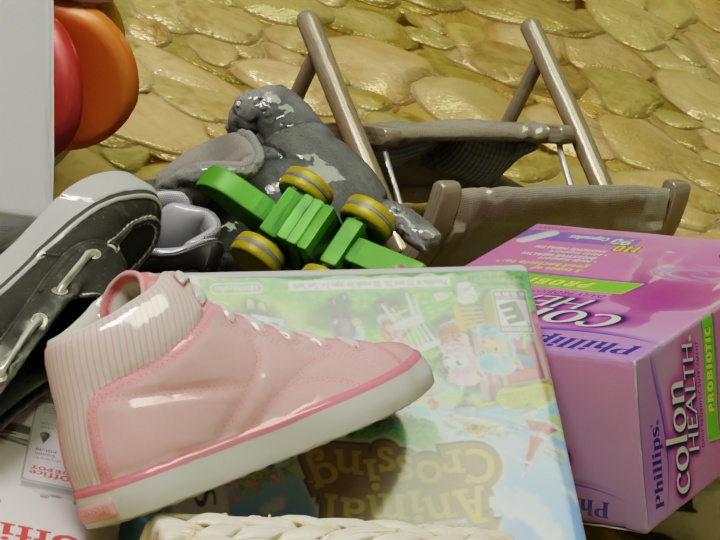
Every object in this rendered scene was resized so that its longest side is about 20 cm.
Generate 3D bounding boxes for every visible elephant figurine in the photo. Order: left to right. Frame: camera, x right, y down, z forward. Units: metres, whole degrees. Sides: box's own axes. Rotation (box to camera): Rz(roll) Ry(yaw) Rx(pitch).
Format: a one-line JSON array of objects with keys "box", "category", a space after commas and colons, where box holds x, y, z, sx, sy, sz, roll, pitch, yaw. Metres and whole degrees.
[{"box": [-0.092, -0.017, 1.411, 0.200, 0.155, 0.142, -20, 74, -42], "category": "elephant figurine"}]

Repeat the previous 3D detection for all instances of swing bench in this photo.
[{"box": [0.063, -0.058, 1.579, 0.199, 0.130, 0.200, -1, 39, -36], "category": "swing bench"}]

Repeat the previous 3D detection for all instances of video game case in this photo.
[{"box": [0.000, 0.078, 1.197, 0.200, 0.022, 0.182, -1, 57, -14], "category": "video game case"}]

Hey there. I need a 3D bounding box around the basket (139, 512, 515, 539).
[{"box": [-0.008, 0.187, 1.072, 0.200, 0.136, 0.123, 5, 29, -27], "category": "basket"}]

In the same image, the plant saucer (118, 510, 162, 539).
[{"box": [-0.125, 0.099, 1.279, 0.200, 0.019, 0.070, 37, 32, 31], "category": "plant saucer"}]

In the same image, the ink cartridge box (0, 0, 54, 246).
[{"box": [-0.261, -0.075, 1.243, 0.145, 0.200, 0.145, 8, 71, -34], "category": "ink cartridge box"}]

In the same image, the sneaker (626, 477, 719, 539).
[{"box": [0.199, 0.120, 1.387, 0.200, 0.089, 0.074, 32, 31, 25], "category": "sneaker"}]

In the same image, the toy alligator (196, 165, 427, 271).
[{"box": [0.000, 0.000, 1.321, 0.200, 0.054, 0.059, 26, 67, 20], "category": "toy alligator"}]

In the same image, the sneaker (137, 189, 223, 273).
[{"box": [-0.084, 0.026, 1.308, 0.200, 0.114, 0.075, 17, 20, -35], "category": "sneaker"}]

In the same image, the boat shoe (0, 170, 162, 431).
[{"box": [-0.140, 0.020, 1.159, 0.064, 0.071, 0.200, 25, 38, 17], "category": "boat shoe"}]

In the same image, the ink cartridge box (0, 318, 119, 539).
[{"box": [-0.182, 0.101, 1.149, 0.146, 0.083, 0.200, 12, 30, -7], "category": "ink cartridge box"}]

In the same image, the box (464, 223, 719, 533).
[{"box": [0.124, 0.052, 1.360, 0.176, 0.097, 0.200, 6, 22, 35], "category": "box"}]

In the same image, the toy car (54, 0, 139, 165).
[{"box": [-0.224, -0.123, 1.444, 0.200, 0.175, 0.150, 7, 32, -25], "category": "toy car"}]

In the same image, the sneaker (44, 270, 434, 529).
[{"box": [-0.056, 0.039, 1.118, 0.200, 0.075, 0.105, -18, 86, -39], "category": "sneaker"}]
